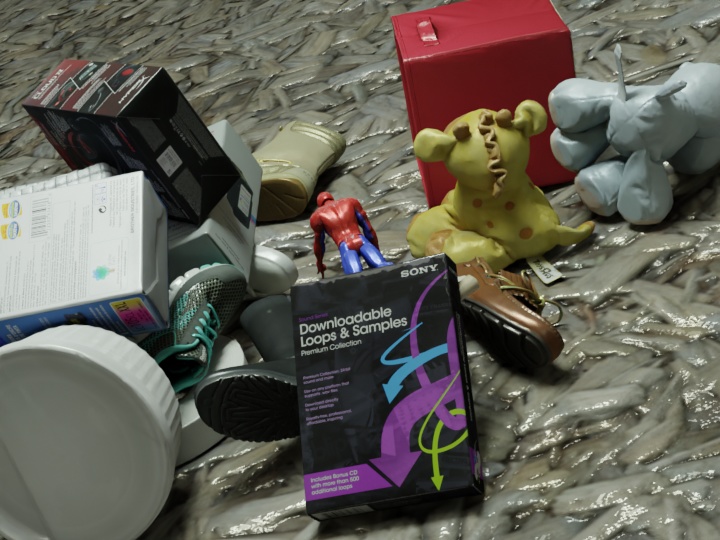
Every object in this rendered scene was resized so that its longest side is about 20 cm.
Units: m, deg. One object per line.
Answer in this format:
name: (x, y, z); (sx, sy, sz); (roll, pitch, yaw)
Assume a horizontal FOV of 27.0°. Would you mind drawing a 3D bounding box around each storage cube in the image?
storage cube: (0.140, -0.192, 1.656); (0.179, 0.200, 0.171); (-12, 26, 2)

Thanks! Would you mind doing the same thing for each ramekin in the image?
ramekin: (-0.247, 0.139, 1.293); (0.202, 0.203, 0.094); (-12, 16, 15)

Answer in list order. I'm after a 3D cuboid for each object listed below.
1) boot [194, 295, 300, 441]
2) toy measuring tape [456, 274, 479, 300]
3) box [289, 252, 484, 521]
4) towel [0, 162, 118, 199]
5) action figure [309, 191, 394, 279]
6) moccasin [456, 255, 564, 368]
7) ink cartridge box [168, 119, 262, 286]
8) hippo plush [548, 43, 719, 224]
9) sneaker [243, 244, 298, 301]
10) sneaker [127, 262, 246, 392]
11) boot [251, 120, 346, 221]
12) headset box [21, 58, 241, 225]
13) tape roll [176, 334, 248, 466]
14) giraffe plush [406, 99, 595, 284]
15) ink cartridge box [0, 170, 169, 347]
boot: (-0.081, 0.077, 1.374); (0.164, 0.066, 0.200); (5, 25, -17)
toy measuring tape: (0.067, 0.046, 1.351); (0.073, 0.074, 0.200); (-31, 6, -22)
box: (0.018, 0.094, 1.230); (0.143, 0.036, 0.200); (-13, 66, 16)
towel: (-0.311, -0.002, 1.462); (0.200, 0.086, 0.166); (-19, 58, 3)
action figure: (0.000, 0.000, 1.541); (0.065, 0.099, 0.200); (-21, 48, -10)
moccasin: (0.135, 0.033, 1.368); (0.078, 0.074, 0.201); (-33, 18, -7)
ink cartridge box: (-0.190, -0.049, 1.577); (0.145, 0.083, 0.200); (-22, 36, 19)
hippo plush: (0.294, -0.160, 1.507); (0.161, 0.200, 0.159); (-28, 48, -33)
sneaker: (-0.157, 0.025, 1.598); (0.200, 0.073, 0.085); (-6, 45, 33)
sneaker: (-0.166, 0.072, 1.420); (0.091, 0.078, 0.200); (15, 51, 42)
boot: (-0.129, -0.122, 1.840); (0.200, 0.073, 0.156); (-3, 31, 27)
headset box: (-0.238, -0.132, 1.510); (0.200, 0.149, 0.075); (12, 55, 47)
tape roll: (-0.199, 0.129, 1.447); (0.202, 0.037, 0.203); (-16, 26, 8)
giraffe plush: (0.124, -0.088, 1.493); (0.172, 0.162, 0.200); (-31, 27, -21)
ink cartridge box: (-0.278, -0.001, 1.356); (0.199, 0.076, 0.137); (-10, 56, 7)
